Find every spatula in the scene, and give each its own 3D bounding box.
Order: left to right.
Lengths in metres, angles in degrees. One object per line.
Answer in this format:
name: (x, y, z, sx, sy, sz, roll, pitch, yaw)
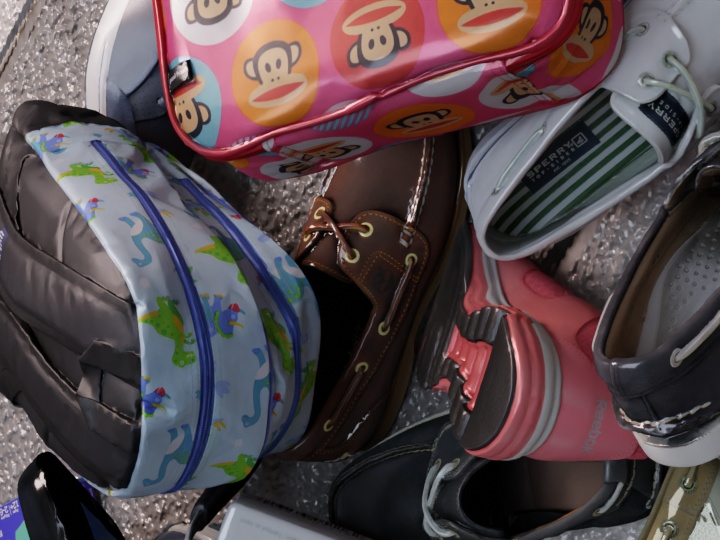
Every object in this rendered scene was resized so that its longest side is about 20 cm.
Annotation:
spatula: (-0.079, 0.132, 0.935, 0.020, 0.200, 0.057, 16, 120, 6)

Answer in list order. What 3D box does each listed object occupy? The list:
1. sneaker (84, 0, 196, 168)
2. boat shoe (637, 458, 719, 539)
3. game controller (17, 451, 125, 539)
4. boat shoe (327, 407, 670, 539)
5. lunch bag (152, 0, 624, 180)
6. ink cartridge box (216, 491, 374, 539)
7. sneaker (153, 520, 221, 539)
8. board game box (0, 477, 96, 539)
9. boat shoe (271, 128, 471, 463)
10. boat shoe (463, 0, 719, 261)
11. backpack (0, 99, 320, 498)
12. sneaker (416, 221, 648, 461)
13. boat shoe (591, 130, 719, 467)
sneaker: (-0.062, -0.118, 0.975, 0.145, 0.077, 0.205, 21, 105, 37)
boat shoe: (0.107, 0.168, 0.838, 0.063, 0.073, 0.201, 37, 108, 1)
game controller: (-0.131, 0.160, 0.983, 0.042, 0.200, 0.105, -15, 69, -1)
boat shoe: (0.055, 0.099, 0.899, 0.199, 0.067, 0.073, -14, 85, 39)
lunch bag: (0.005, -0.143, 0.812, 0.198, 0.082, 0.178, -16, 74, 23)
ink cartridge box: (-0.018, 0.226, 0.900, 0.159, 0.047, 0.202, 20, 90, 2)
sneaker: (-0.055, 0.208, 0.959, 0.200, 0.086, 0.078, 42, 156, 30)
board game box: (-0.189, 0.241, 1.107, 0.151, 0.045, 0.202, -29, 75, 35)
boat shoe: (0.000, 0.000, 0.936, 0.070, 0.070, 0.202, 19, 102, 36)
boat shoe: (0.126, -0.071, 0.813, 0.073, 0.067, 0.200, 36, 116, -18)
backpack: (-0.107, 0.024, 0.918, 0.200, 0.152, 0.165, -131, 49, -66)
sneaker: (0.079, 0.040, 0.842, 0.200, 0.086, 0.074, -107, 33, -70)
boat shoe: (0.150, -0.020, 0.758, 0.073, 0.060, 0.201, 6, 55, 47)
